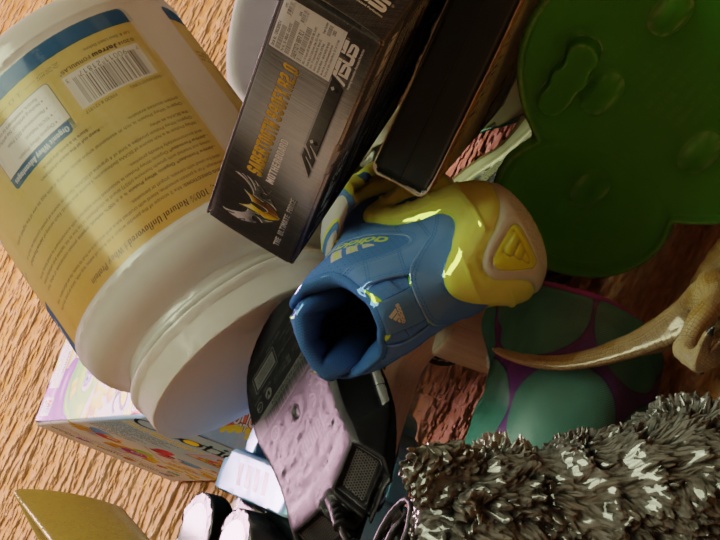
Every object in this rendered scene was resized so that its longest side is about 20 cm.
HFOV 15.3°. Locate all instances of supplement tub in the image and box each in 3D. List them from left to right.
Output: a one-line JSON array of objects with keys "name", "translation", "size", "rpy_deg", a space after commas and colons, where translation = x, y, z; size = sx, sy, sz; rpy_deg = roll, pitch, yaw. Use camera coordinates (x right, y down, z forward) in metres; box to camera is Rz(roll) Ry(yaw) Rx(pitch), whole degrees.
[{"name": "supplement tub", "translation": [-0.108, -0.030, 1.364], "size": [0.200, 0.144, 0.145], "rpy_deg": [53, 126, 21]}]

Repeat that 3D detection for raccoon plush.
[{"name": "raccoon plush", "translation": [0.105, 0.079, 1.045], "size": [0.200, 0.134, 0.097], "rpy_deg": [-45, 51, 44]}]

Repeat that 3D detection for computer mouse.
[{"name": "computer mouse", "translation": [-0.016, 0.112, 1.237], "size": [0.141, 0.046, 0.200], "rpy_deg": [-62, 31, 26]}]

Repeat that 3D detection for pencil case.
[{"name": "pencil case", "translation": [0.072, 0.111, 1.189], "size": [0.092, 0.085, 0.201], "rpy_deg": [0, 65, 45]}]

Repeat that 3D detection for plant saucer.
[{"name": "plant saucer", "translation": [-0.099, 0.210, 1.404], "size": [0.048, 0.200, 0.200], "rpy_deg": [-30, 19, -11]}]

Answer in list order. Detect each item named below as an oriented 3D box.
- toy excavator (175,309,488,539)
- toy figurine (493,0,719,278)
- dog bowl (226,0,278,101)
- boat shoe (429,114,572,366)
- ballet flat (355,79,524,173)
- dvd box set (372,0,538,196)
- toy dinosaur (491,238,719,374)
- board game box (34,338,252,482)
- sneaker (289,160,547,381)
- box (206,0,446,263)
[{"name": "toy excavator", "translation": [0.001, 0.082, 1.340], "size": [0.194, 0.100, 0.201], "rpy_deg": [8, 80, 68]}, {"name": "toy figurine", "translation": [0.145, -0.119, 1.220], "size": [0.200, 0.150, 0.184], "rpy_deg": [-52, 14, 40]}, {"name": "dog bowl", "translation": [0.005, -0.168, 1.482], "size": [0.200, 0.079, 0.201], "rpy_deg": [-50, 28, 40]}, {"name": "boat shoe", "translation": [0.081, -0.024, 1.320], "size": [0.200, 0.073, 0.065], "rpy_deg": [-54, 19, 27]}, {"name": "ballet flat", "translation": [0.038, -0.085, 1.346], "size": [0.200, 0.067, 0.070], "rpy_deg": [-21, 22, 36]}, {"name": "dvd box set", "translation": [0.065, -0.121, 1.186], "size": [0.147, 0.029, 0.200], "rpy_deg": [-65, -5, 19]}, {"name": "toy dinosaur", "translation": [0.156, 0.015, 1.126], "size": [0.200, 0.058, 0.101], "rpy_deg": [-36, 28, 14]}, {"name": "board game box", "translation": [-0.103, 0.062, 1.614], "size": [0.200, 0.105, 0.103], "rpy_deg": [-9, 59, 64]}, {"name": "sneaker", "translation": [0.000, 0.000, 1.203], "size": [0.105, 0.076, 0.200], "rpy_deg": [-28, 7, -19]}, {"name": "box", "translation": [0.007, -0.114, 1.157], "size": [0.159, 0.048, 0.200], "rpy_deg": [-57, -3, -28]}]
